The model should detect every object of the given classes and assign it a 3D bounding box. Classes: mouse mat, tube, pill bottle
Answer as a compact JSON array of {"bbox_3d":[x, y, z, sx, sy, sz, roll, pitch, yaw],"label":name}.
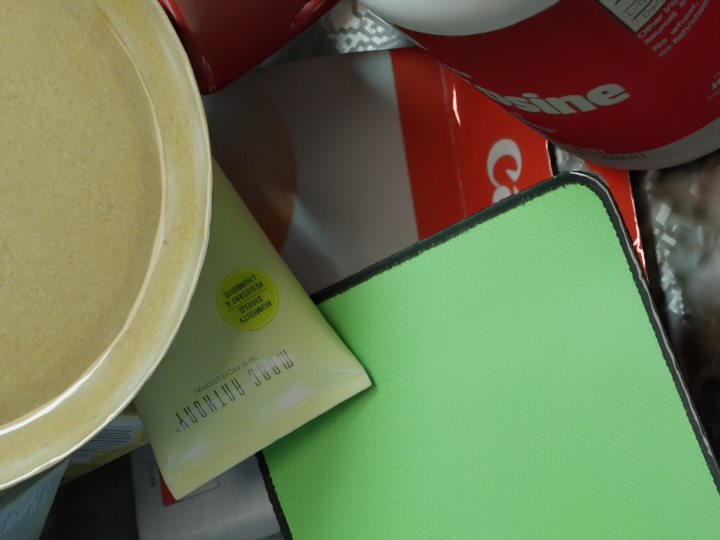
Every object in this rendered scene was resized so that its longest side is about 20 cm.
[{"bbox_3d":[0.047,0.087,0.873,0.161,0.008,0.201,-26,80,31],"label":"mouse mat"},{"bbox_3d":[-0.077,-0.031,0.899,0.058,0.052,0.201,-31,87,52],"label":"tube"},{"bbox_3d":[0.053,-0.110,0.824,0.112,0.200,0.113,-10,70,27],"label":"pill bottle"}]

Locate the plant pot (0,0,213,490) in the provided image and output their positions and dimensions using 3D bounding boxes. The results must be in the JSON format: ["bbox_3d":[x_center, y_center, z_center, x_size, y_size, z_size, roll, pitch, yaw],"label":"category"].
[{"bbox_3d":[-0.144,-0.027,0.864,0.199,0.027,0.201,0,92,4],"label":"plant pot"}]

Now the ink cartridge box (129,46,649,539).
[{"bbox_3d":[0.000,0.000,0.944,0.200,0.050,0.163,-24,65,35],"label":"ink cartridge box"}]

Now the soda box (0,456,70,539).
[{"bbox_3d":[-0.165,0.111,0.964,0.068,0.063,0.200,42,141,14],"label":"soda box"}]

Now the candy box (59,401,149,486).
[{"bbox_3d":[-0.135,0.023,1.003,0.200,0.055,0.116,-27,63,51],"label":"candy box"}]

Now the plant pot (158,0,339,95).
[{"bbox_3d":[-0.039,-0.186,0.916,0.182,0.201,0.201,-34,54,-8],"label":"plant pot"}]
